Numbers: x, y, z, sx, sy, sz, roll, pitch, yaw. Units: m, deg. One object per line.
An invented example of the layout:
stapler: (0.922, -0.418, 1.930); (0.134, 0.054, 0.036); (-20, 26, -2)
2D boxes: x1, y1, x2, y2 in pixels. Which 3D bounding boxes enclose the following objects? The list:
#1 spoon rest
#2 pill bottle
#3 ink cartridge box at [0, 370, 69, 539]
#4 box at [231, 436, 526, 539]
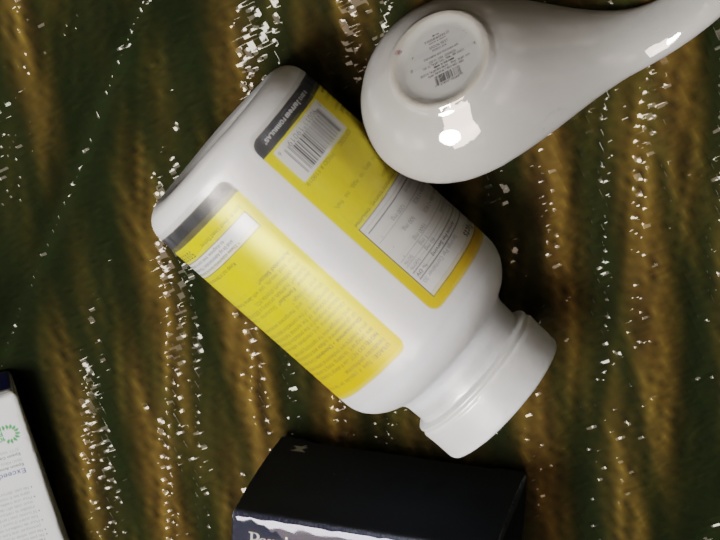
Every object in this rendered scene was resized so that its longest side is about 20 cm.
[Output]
spoon rest: (0.090, -0.107, 0.996); (0.199, 0.100, 0.061); (-22, 152, 20)
pill bottle: (0.000, 0.000, 1.052); (0.200, 0.112, 0.112); (42, 119, -8)
ink cartridge box: (-0.268, 0.179, 1.214); (0.198, 0.041, 0.201); (-16, 111, -6)
box: (0.007, 0.209, 1.146); (0.147, 0.104, 0.202); (6, 110, 12)
